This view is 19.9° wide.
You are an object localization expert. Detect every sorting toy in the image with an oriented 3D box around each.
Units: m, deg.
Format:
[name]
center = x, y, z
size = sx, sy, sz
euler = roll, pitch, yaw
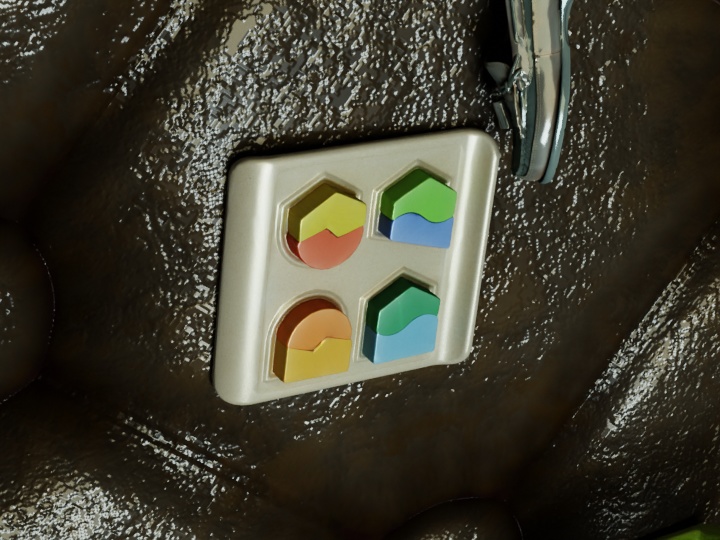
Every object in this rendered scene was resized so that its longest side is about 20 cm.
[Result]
[sorting toy]
center = 0.000, 0.000, 1.408
size = 0.199, 0.036, 0.186
euler = -8, 120, -27

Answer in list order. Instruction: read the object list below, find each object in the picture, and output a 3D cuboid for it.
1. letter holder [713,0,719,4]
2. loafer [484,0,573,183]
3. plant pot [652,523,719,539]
[letter holder]
center = 0.302, -0.267, 1.369
size = 0.100, 0.142, 0.200
euler = 35, 96, -39
[loafer]
center = 0.107, -0.157, 1.375
size = 0.062, 0.072, 0.201
euler = 1, 110, -9
[plant pot]
center = 0.257, 0.326, 1.606
size = 0.199, 0.199, 0.183
euler = -15, 100, -20
